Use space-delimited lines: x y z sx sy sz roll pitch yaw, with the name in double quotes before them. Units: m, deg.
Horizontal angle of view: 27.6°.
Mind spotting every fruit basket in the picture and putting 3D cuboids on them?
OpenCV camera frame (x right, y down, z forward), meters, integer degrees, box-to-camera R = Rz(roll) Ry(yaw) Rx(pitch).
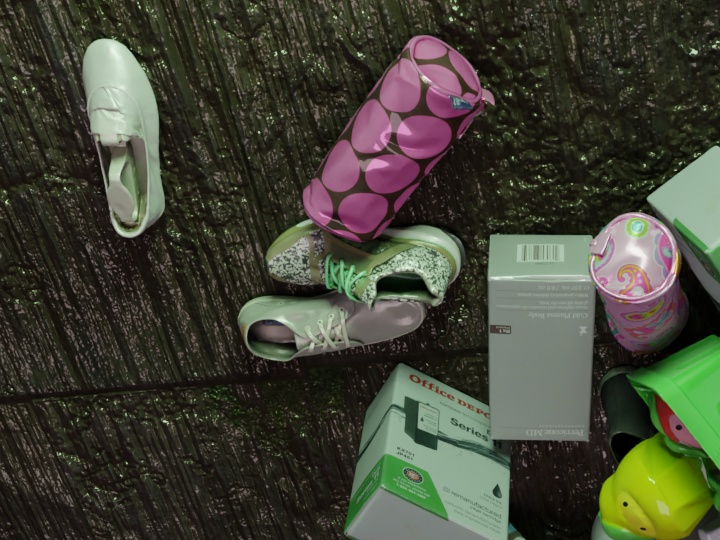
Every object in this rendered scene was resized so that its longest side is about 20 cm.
"fruit basket" 0.308 0.184 1.352 0.213 0.156 0.218 0 92 -2

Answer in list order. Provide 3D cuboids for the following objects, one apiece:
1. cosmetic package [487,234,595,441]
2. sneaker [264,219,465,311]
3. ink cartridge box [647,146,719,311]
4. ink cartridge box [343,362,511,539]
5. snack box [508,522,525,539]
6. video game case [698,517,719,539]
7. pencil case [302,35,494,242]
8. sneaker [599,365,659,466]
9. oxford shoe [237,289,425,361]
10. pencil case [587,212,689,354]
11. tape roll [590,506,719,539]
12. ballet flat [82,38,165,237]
"cosmetic package" 0.177 0.068 1.443 0.106 0.090 0.202 -1 121 7
"sneaker" 0.000 0.000 1.423 0.198 0.089 0.077 0 125 10
"ink cartridge box" 0.360 0.007 1.313 0.083 0.147 0.200 -37 113 4
"ink cartridge box" 0.073 0.206 1.488 0.146 0.201 0.083 26 122 -10
"snack box" 0.169 0.353 1.593 0.037 0.200 0.117 -16 134 -33
"video game case" 0.439 0.310 1.467 0.181 0.023 0.202 -23 106 -15
"pencil case" 0.032 -0.113 1.344 0.093 0.091 0.200 23 129 -24
"sneaker" 0.324 0.189 1.489 0.199 0.107 0.075 29 124 -11
"oxford shoe" -0.031 0.056 1.489 0.198 0.058 0.076 -6 121 11
"pencil case" 0.254 0.016 1.340 0.087 0.088 0.200 -5 163 13
"tape roll" 0.345 0.339 1.571 0.201 0.140 0.204 5 125 7
"ballet flat" -0.226 -0.118 1.394 0.069 0.070 0.202 1 124 9
